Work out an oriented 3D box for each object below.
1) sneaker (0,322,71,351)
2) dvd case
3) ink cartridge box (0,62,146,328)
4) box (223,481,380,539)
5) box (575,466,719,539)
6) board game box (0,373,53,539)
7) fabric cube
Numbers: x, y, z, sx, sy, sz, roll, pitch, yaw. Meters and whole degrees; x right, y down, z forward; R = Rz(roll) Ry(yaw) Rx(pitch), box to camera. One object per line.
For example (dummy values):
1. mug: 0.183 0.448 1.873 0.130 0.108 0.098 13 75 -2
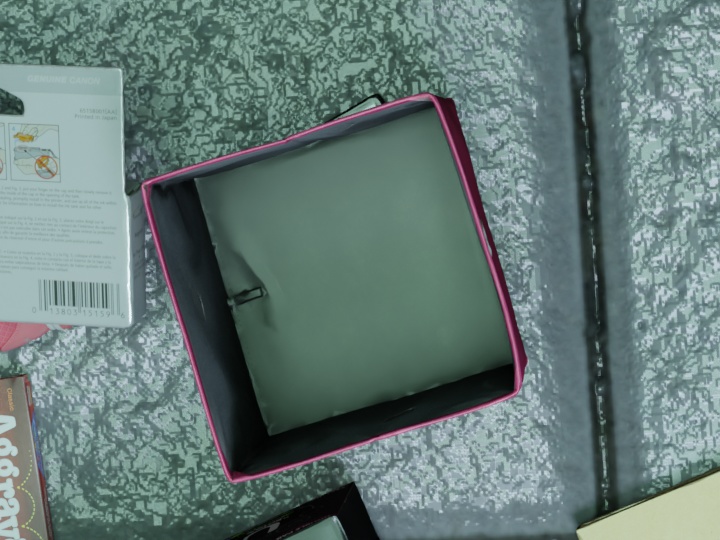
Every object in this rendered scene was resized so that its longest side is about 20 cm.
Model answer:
1. sneaker: -0.271 -0.035 1.765 0.086 0.074 0.201 -29 90 7
2. dvd case: 0.000 0.000 1.769 0.142 0.018 0.201 -30 89 7
3. ink cartridge box: -0.242 -0.054 1.705 0.198 0.044 0.175 3 104 11
4. box: -0.075 0.245 1.722 0.199 0.149 0.125 -24 92 5
5. box: 0.257 0.236 1.754 0.163 0.021 0.201 -23 91 6
6. board game box: -0.267 0.179 1.802 0.102 0.019 0.202 -9 92 4
7. fabric cube: -0.009 0.006 1.662 0.199 0.199 0.198 -17 91 6
